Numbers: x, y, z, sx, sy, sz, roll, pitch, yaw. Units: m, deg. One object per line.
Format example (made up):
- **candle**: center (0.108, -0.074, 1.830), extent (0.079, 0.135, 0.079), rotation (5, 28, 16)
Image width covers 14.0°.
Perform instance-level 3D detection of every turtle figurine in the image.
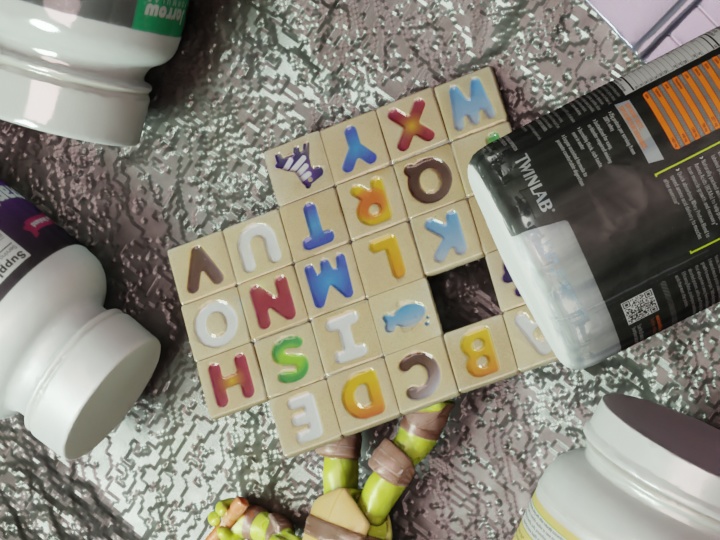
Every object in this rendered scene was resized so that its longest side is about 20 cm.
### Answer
- **turtle figurine**: center (0.000, 0.137, 1.558), extent (0.199, 0.064, 0.162), rotation (21, 93, 48)

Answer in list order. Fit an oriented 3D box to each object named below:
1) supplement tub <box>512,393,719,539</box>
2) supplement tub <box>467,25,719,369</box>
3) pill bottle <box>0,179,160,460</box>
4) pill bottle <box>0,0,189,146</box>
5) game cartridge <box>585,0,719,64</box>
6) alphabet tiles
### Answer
- **supplement tub**: center (0.135, 0.179, 1.478), extent (0.145, 0.145, 0.201), rotation (27, 101, 15)
- **supplement tub**: center (0.164, -0.046, 1.455), extent (0.199, 0.123, 0.123), rotation (-26, 84, -1)
- **pill bottle**: center (-0.209, 0.011, 1.605), extent (0.200, 0.111, 0.112), rotation (38, 103, 13)
- **pill bottle**: center (-0.141, -0.175, 1.573), extent (0.112, 0.113, 0.201), rotation (16, 98, 17)
- **game cartridge**: center (0.146, -0.202, 1.519), extent (0.200, 0.038, 0.130), rotation (48, 109, 11)
- **alphabet tiles**: center (0.000, 0.000, 1.549), extent (0.199, 0.008, 0.168), rotation (-20, 69, 10)
